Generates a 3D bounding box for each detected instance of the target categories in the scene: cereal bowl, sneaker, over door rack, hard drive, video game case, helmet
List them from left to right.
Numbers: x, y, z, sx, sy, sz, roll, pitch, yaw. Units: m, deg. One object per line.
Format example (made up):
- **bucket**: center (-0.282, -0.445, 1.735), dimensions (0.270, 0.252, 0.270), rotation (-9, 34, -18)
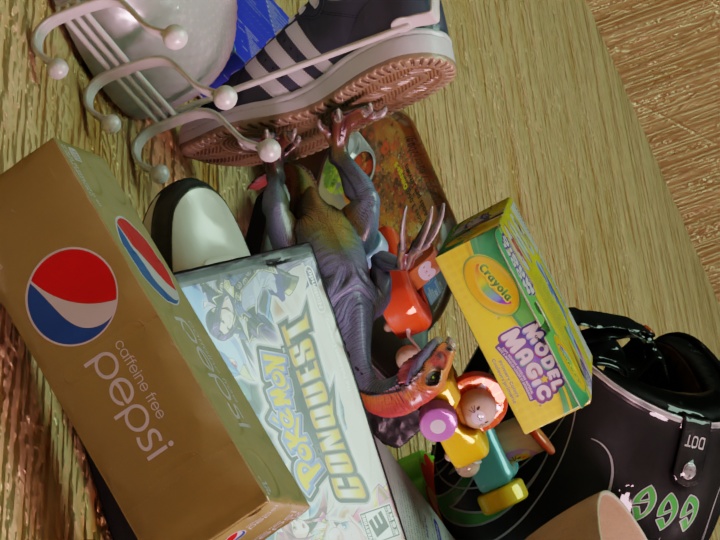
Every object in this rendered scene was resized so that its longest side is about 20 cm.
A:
- **cereal bowl**: center (-0.122, -0.192, 1.651), dimensions (0.200, 0.083, 0.201), rotation (-18, 90, -78)
- **video game case**: center (-0.060, 0.096, 1.443), dimensions (0.180, 0.025, 0.201), rotation (-14, 85, -48)
- **sneaker**: center (-0.059, 0.041, 1.546), dimensions (0.074, 0.080, 0.201), rotation (-11, 79, -42)
- **over door rack**: center (-0.059, -0.127, 1.547), dimensions (0.067, 0.200, 0.148), rotation (65, 7, 30)
- **sneaker**: center (-0.030, -0.136, 1.688), dimensions (0.070, 0.200, 0.109), rotation (15, 62, -48)
- **hard drive**: center (-0.016, 0.023, 1.765), dimensions (0.140, 0.033, 0.200), rotation (45, 13, -11)
- **helmet**: center (0.142, 0.129, 1.865), dimensions (0.200, 0.191, 0.200), rotation (24, 22, -10)

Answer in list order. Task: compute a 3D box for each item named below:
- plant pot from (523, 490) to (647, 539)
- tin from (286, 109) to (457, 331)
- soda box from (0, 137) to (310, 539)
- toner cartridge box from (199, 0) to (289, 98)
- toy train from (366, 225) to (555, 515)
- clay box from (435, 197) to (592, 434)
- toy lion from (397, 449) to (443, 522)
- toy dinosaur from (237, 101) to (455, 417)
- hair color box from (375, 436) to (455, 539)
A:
- **plant pot**: center (0.120, 0.247, 1.672), dimensions (0.201, 0.134, 0.200), rotation (60, 13, -25)
- **tin**: center (0.007, -0.030, 1.931), dimensions (0.112, 0.042, 0.200), rotation (-54, 141, -28)
- **soda box**: center (-0.105, 0.041, 1.315), dimensions (0.200, 0.064, 0.068), rotation (58, 10, 14)
- **toner cartridge box**: center (-0.074, -0.140, 1.865), dimensions (0.200, 0.043, 0.095), rotation (45, 28, -64)
- **toy train**: center (0.061, 0.057, 1.717), dimensions (0.200, 0.055, 0.151), rotation (55, 14, -48)
- **clay box**: center (0.091, 0.025, 1.668), dimensions (0.115, 0.047, 0.200), rotation (63, 8, -3)
- **toy lion**: center (0.076, 0.221, 1.976), dimensions (0.192, 0.069, 0.200), rotation (69, 10, 23)
- **toy dinosaur**: center (0.000, 0.000, 1.625), dimensions (0.200, 0.105, 0.182), rotation (92, -15, -79)
- **hair color box**: center (0.021, 0.193, 1.752), dimensions (0.200, 0.065, 0.110), rotation (54, 20, -48)
